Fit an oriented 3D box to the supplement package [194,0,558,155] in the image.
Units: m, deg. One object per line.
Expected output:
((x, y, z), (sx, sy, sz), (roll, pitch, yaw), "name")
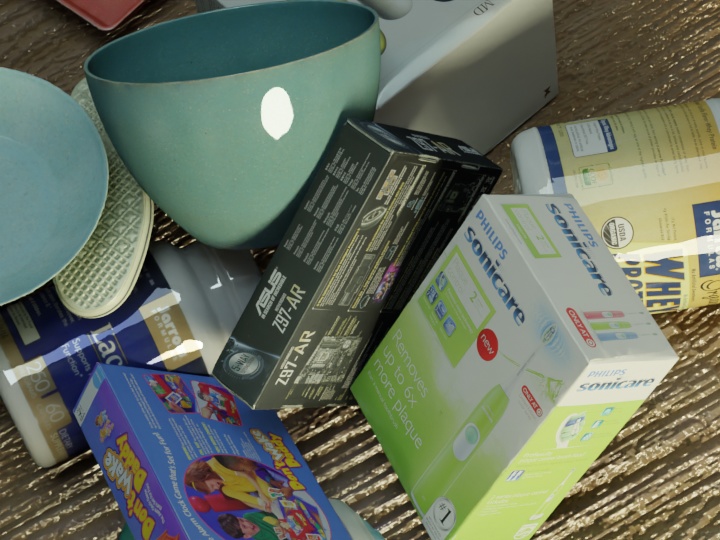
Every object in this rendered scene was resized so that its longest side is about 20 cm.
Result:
((0.013, -0.178, 1.618), (0.191, 0.147, 0.200), (-40, 60, -17), "supplement package")

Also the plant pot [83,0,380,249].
((-0.076, -0.093, 1.443), (0.199, 0.135, 0.200), (-8, 20, 3), "plant pot")

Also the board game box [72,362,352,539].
((-0.094, 0.146, 1.411), (0.134, 0.045, 0.200), (10, 31, -35), "board game box")

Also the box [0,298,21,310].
((-0.323, 0.059, 1.501), (0.046, 0.159, 0.200), (24, 63, 20), "box")

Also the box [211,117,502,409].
((0.000, 0.000, 1.447), (0.043, 0.160, 0.200), (36, 106, 27), "box")

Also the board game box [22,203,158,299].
((-0.185, -0.062, 1.599), (0.030, 0.096, 0.200), (34, 67, 24), "board game box")

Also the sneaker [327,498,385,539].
((0.032, 0.227, 1.414), (0.082, 0.074, 0.200), (0, 38, -37), "sneaker")

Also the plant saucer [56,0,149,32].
((-0.211, -0.298, 1.790), (0.200, 0.037, 0.200), (34, 67, 24), "plant saucer")

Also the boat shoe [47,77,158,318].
((-0.177, -0.048, 1.495), (0.074, 0.062, 0.201), (-7, 54, 6), "boat shoe")

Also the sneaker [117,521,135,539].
((-0.088, 0.234, 1.414), (0.200, 0.071, 0.080), (43, 109, 24), "sneaker")

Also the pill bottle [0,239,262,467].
((-0.163, 0.048, 1.513), (0.199, 0.116, 0.116), (-26, 58, -9), "pill bottle")

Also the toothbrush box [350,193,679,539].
((0.097, 0.068, 1.412), (0.086, 0.200, 0.146), (-1, 49, -39), "toothbrush box")

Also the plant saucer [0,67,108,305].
((-0.268, -0.048, 1.447), (0.200, 0.039, 0.202), (-1, 59, 1), "plant saucer")

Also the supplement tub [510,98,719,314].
((0.213, -0.043, 1.506), (0.199, 0.145, 0.145), (-9, 57, 2), "supplement tub")
